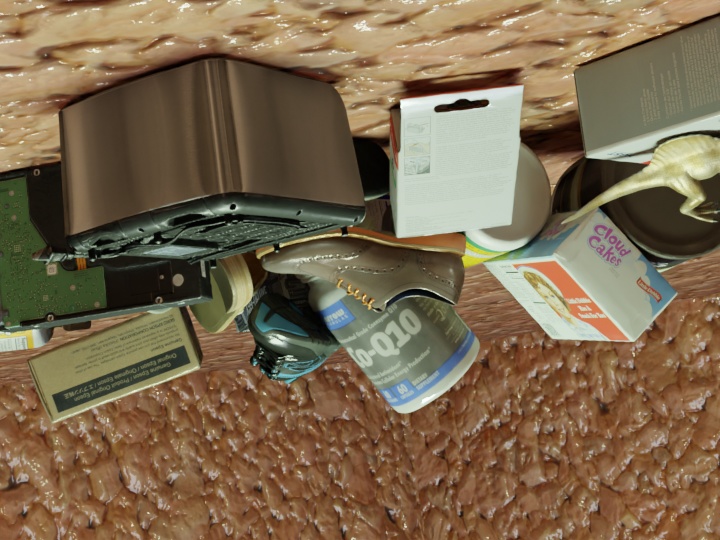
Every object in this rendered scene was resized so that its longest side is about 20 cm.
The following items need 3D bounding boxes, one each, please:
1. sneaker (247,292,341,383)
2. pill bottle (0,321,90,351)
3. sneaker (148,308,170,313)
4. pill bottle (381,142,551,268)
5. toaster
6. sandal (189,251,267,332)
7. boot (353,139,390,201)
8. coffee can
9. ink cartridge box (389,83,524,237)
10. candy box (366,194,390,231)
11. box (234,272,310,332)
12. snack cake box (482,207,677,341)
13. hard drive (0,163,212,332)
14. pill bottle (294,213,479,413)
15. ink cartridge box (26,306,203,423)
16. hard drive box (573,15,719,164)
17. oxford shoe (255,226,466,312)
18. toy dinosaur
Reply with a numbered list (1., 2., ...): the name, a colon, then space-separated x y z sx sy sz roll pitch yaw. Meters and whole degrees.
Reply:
1. sneaker: -0.074 0.078 1.455 0.082 0.073 0.200 -45 163 4
2. pill bottle: -0.400 0.032 1.598 0.197 0.114 0.113 -5 172 -13
3. sneaker: -0.285 -0.032 1.431 0.145 0.077 0.202 20 162 40
4. pill bottle: 0.098 -0.059 1.465 0.112 0.114 0.200 -4 172 -24
5. toaster: -0.123 -0.075 1.115 0.179 0.120 0.199 -14 171 34
6. sandal: -0.120 0.009 1.429 0.069 0.078 0.212 -22 179 -18
7. boot: -0.085 -0.064 1.341 0.202 0.074 0.153 -6 165 -42
8. coffee can: 0.280 -0.070 1.435 0.144 0.148 0.200 -6 172 -8
9. ink cartridge box: 0.081 -0.107 1.259 0.108 0.051 0.201 -7 147 -3
10. candy box: -0.075 -0.034 1.617 0.199 0.078 0.168 1 167 -43
11. box: -0.026 0.020 1.593 0.198 0.050 0.158 -5 167 -24
12. snack cake box: 0.207 0.006 1.414 0.067 0.115 0.200 -45 -171 -11
13. hard drive: -0.233 -0.027 1.280 0.198 0.142 0.038 -10 172 12
14. pill bottle: 0.019 0.034 1.461 0.113 0.200 0.114 -38 -170 8
15. ink cartridge box: -0.255 0.095 1.553 0.163 0.076 0.200 -22 -179 -4
16. hard drive box: 0.297 -0.146 1.162 0.155 0.078 0.199 1 169 -43
17. oxford shoe: 0.000 0.000 1.356 0.197 0.074 0.071 1 170 2
18. toy dinosaur: 0.263 -0.082 1.171 0.199 0.059 0.101 -22 150 33
